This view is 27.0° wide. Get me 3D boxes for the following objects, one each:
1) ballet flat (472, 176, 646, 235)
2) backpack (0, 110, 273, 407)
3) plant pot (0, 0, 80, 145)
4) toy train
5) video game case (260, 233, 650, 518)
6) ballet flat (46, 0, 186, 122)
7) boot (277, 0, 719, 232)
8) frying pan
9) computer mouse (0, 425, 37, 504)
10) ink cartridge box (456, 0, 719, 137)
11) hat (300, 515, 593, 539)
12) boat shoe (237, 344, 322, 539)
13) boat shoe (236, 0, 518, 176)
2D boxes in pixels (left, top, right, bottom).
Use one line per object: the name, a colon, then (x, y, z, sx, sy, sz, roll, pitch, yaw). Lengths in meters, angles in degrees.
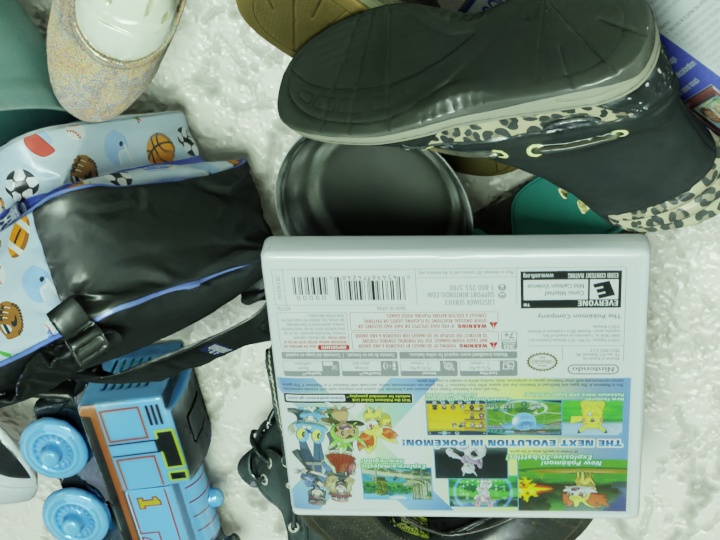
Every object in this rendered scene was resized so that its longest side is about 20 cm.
ballet flat: (0.095, -0.010, 0.856, 0.200, 0.072, 0.072, -24, 111, 31)
backpack: (-0.164, 0.000, 0.864, 0.190, 0.200, 0.154, -34, 75, 35)
plant pot: (-0.271, -0.115, 0.835, 0.200, 0.200, 0.134, -22, 86, 26)
toy train: (-0.149, 0.143, 1.000, 0.114, 0.087, 0.200, -6, 117, 13)
video game case: (0.053, 0.061, 0.817, 0.200, 0.022, 0.183, 0, 123, 6)
ballet flat: (-0.110, -0.168, 0.769, 0.068, 0.067, 0.200, 19, 98, -16)
boot: (0.075, -0.068, 0.742, 0.203, 0.074, 0.154, -3, 155, 35)
frying pan: (0.016, -0.001, 0.837, 0.115, 0.031, 0.190, 1, 121, 24)
computer mouse: (-0.289, 0.089, 0.968, 0.110, 0.044, 0.200, -27, 111, 44)
ink cartridge box: (0.164, -0.118, 0.719, 0.200, 0.047, 0.198, 34, 163, -5)
hat: (0.059, 0.103, 0.913, 0.200, 0.081, 0.201, 1, 124, 2)
boat shoe: (-0.044, 0.129, 0.967, 0.066, 0.075, 0.200, -9, 126, 7)
boat shoe: (0.022, -0.121, 0.797, 0.073, 0.065, 0.200, -22, 136, 38)
